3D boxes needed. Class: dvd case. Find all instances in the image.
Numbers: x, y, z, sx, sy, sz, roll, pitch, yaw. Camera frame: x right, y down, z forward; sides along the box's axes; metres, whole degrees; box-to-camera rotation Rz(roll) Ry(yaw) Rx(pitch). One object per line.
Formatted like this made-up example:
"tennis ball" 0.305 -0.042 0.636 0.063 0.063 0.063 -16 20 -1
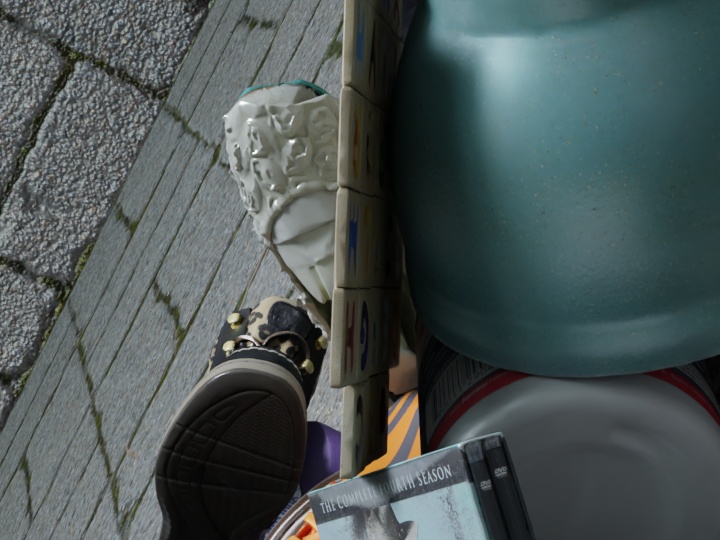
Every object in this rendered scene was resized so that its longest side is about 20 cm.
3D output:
"dvd case" 0.041 0.166 0.637 0.146 0.022 0.202 -29 75 64

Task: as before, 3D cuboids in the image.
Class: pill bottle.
"pill bottle" 0.082 0.041 0.741 0.120 0.119 0.201 -56 16 27

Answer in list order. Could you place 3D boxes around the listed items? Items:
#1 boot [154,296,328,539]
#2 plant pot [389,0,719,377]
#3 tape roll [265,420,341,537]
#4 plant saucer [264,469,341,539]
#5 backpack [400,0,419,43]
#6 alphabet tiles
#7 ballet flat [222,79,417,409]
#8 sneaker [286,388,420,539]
"boot" -0.058 0.073 0.961 0.201 0.072 0.151 102 -178 -46
"plant pot" 0.095 -0.075 0.667 0.198 0.135 0.201 -14 30 8
"tape roll" -0.039 0.189 1.012 0.201 0.065 0.201 -57 16 25
"plant saucer" 0.002 0.163 0.826 0.199 0.032 0.202 -28 44 29
"backpack" 0.074 -0.218 1.097 0.147 0.183 0.200 -45 3 -25
"alphabet tiles" 0.006 -0.027 0.680 0.166 0.006 0.202 8 -96 -83
"ballet flat" 0.000 0.000 0.794 0.071 0.201 0.072 -12 50 15
"sneaker" -0.017 0.124 0.758 0.077 0.112 0.201 -1 59 45
